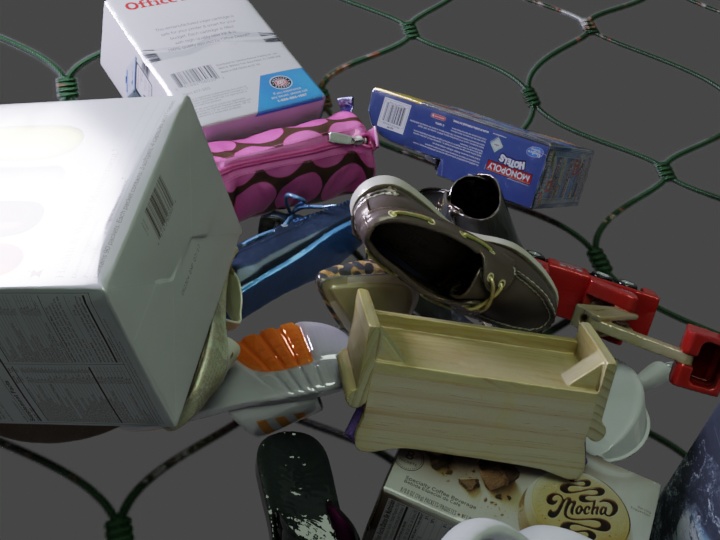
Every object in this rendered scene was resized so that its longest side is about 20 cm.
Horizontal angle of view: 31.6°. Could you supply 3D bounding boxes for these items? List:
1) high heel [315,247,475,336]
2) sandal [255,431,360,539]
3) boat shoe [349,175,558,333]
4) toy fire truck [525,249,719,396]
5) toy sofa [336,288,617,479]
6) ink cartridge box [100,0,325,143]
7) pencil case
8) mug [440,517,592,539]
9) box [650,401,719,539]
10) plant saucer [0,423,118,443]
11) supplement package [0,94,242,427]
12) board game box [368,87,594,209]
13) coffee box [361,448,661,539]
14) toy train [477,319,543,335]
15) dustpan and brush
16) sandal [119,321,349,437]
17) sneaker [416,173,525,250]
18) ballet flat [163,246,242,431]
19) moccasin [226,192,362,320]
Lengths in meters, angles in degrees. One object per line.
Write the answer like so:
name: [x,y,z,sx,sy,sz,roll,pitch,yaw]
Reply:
high heel: [0.000,0.000,1.073,0.199,0.072,0.143,20,23,-50]
sandal: [-0.034,0.197,0.938,0.074,0.048,0.202,-8,49,-22]
boat shoe: [0.077,0.000,0.993,0.199,0.072,0.060,32,25,-22]
toy fire truck: [0.215,0.040,1.107,0.197,0.049,0.141,18,13,1]
toy sofa: [0.083,0.084,0.953,0.197,0.099,0.083,8,18,-9]
ink cartridge box: [-0.148,-0.188,1.245,0.145,0.086,0.201,-18,53,-29]
pencil case: [-0.080,-0.093,1.158,0.198,0.093,0.092,-20,98,-32]
mug: [0.096,0.245,0.807,0.147,0.201,0.176,0,46,45]
box: [0.299,0.221,0.898,0.116,0.201,0.198,4,46,-12]
plant saucer: [-0.236,0.048,1.013,0.197,0.032,0.202,0,47,0]
supplement package: [-0.217,-0.008,0.915,0.197,0.148,0.193,-1,47,17]
board game box: [0.134,-0.111,1.230,0.198,0.062,0.199,23,11,33]
coffee box: [0.114,0.186,0.966,0.198,0.080,0.114,23,46,7]
toy train: [0.123,0.046,1.096,0.034,0.046,0.200,-20,34,-10]
dustpan and brush: [0.211,0.105,1.089,0.199,0.058,0.139,-28,39,-33]
sandal: [-0.095,0.098,1.015,0.204,0.060,0.080,-13,41,3]
sneaker: [0.088,-0.053,1.111,0.074,0.107,0.200,-30,35,-12]
ballet flat: [-0.118,0.042,0.988,0.062,0.067,0.202,28,41,-30]
moccasin: [-0.068,-0.027,1.117,0.199,0.081,0.068,-27,65,-35]
